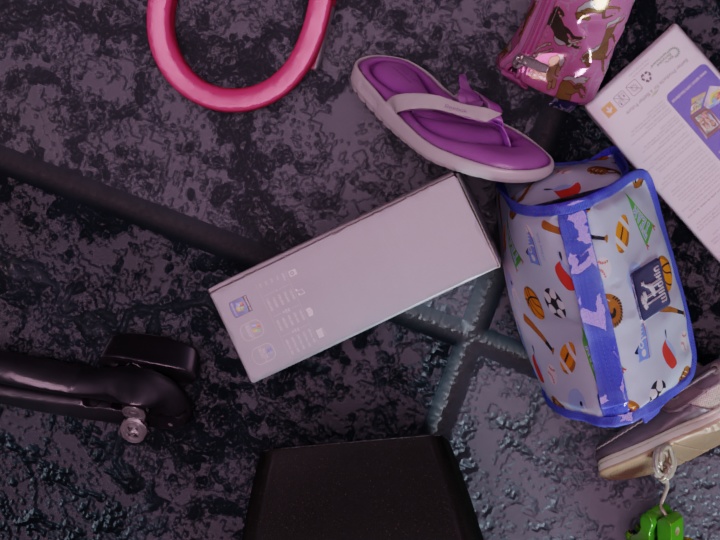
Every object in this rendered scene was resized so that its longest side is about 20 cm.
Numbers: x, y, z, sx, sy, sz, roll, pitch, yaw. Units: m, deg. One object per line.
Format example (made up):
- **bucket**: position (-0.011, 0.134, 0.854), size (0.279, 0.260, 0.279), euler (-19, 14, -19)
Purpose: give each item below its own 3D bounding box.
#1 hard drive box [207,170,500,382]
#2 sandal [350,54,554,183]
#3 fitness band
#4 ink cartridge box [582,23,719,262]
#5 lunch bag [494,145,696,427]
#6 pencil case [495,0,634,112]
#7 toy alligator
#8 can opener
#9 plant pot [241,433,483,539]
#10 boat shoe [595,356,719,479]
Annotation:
- **hard drive box**: position (0.000, 0.000, 1.419), size (0.199, 0.156, 0.077), euler (-26, 92, 6)
- **sandal**: position (0.061, -0.121, 1.399), size (0.202, 0.082, 0.050), euler (35, 130, 39)
- **fitness band**: position (-0.090, -0.222, 1.470), size (0.143, 0.037, 0.201), euler (13, 94, 4)
- **ink cartridge box**: position (0.270, -0.083, 1.453), size (0.095, 0.037, 0.200), euler (-41, 88, 5)
- **lunch bag**: position (0.168, 0.010, 1.375), size (0.123, 0.200, 0.171), euler (-14, 100, 5)
- **pencil case**: position (0.169, -0.219, 1.392), size (0.082, 0.087, 0.201), euler (19, 120, -5)
- **toy alligator**: position (0.226, 0.221, 1.459), size (0.054, 0.059, 0.201), euler (9, 115, 45)
- **can opener**: position (-0.226, 0.092, 1.498), size (0.199, 0.079, 0.064), euler (2, 133, 7)
- **plant pot**: position (0.007, 0.217, 1.422), size (0.199, 0.200, 0.179), euler (-5, 83, 5)
- **boat shoe**: position (0.265, 0.096, 1.452), size (0.199, 0.072, 0.065), euler (-30, 67, 18)
